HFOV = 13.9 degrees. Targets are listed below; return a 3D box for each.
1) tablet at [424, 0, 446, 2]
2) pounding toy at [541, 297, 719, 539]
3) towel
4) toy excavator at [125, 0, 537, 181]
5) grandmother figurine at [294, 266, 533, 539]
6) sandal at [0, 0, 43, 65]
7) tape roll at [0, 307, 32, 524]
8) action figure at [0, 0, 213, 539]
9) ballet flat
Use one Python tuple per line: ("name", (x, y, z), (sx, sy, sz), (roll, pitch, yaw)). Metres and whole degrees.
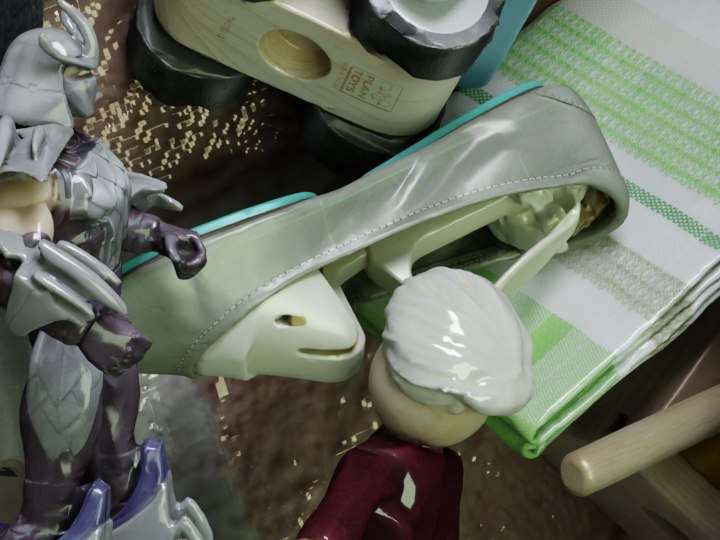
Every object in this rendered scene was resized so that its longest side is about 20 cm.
("tablet", (0.032, -0.181, 0.979), (0.130, 0.014, 0.200), (39, 56, 7))
("pounding toy", (0.153, 0.044, 1.085), (0.200, 0.142, 0.184), (42, 79, -28))
("towel", (0.087, -0.032, 1.039), (0.200, 0.149, 0.031), (-41, 136, -14))
("toy excavator", (0.039, -0.132, 1.011), (0.194, 0.100, 0.201), (23, 62, -3))
("grandmother figurine", (-0.002, 0.094, 0.934), (0.060, 0.121, 0.201), (24, 98, 12))
("sandal", (-0.146, -0.057, 0.912), (0.200, 0.045, 0.075), (-72, 146, -46))
("tape roll", (-0.140, 0.109, 0.912), (0.066, 0.200, 0.201), (2, 102, 13))
("action figure", (-0.080, 0.019, 0.862), (0.069, 0.130, 0.201), (1, 105, 14))
("ballet flat", (0.000, 0.000, 0.959), (0.199, 0.067, 0.064), (-25, 71, -19))
